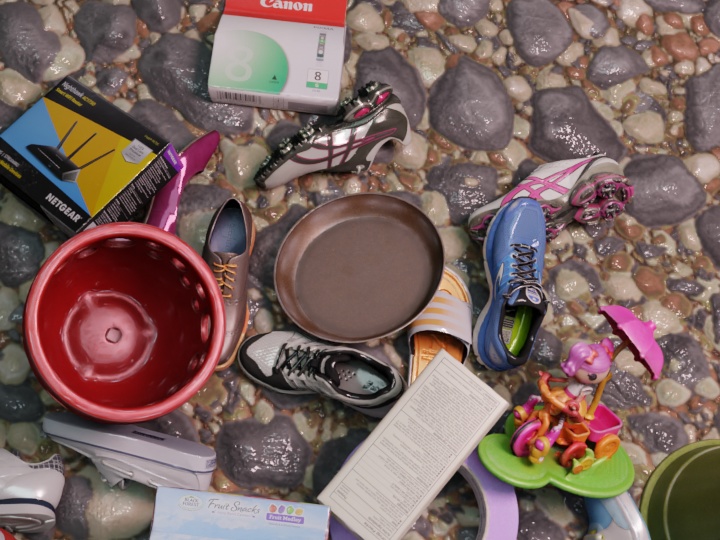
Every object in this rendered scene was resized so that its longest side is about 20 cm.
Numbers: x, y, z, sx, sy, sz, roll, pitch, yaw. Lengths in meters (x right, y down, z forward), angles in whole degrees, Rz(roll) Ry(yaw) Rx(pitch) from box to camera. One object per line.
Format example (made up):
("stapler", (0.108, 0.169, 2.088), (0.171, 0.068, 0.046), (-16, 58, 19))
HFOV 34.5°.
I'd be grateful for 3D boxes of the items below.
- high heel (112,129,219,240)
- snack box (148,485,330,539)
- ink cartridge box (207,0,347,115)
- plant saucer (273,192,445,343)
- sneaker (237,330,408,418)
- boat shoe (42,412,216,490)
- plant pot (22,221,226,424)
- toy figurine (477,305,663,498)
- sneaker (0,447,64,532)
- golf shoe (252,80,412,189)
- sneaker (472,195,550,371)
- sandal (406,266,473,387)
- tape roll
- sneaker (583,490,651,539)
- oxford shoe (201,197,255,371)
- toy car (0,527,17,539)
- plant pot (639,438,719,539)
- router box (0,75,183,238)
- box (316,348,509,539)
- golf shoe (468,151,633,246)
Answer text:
("high heel", (-0.212, -0.073, 1.365), (0.096, 0.067, 0.200), (44, 74, -9))
("snack box", (-0.118, 0.268, 1.168), (0.168, 0.200, 0.068), (7, 70, -2))
("ink cartridge box", (-0.098, -0.298, 1.447), (0.160, 0.050, 0.201), (6, 73, -1))
("plant saucer", (0.000, 0.000, 1.334), (0.199, 0.032, 0.201), (-5, 59, 8))
("sneaker", (-0.043, 0.103, 1.286), (0.199, 0.088, 0.076), (13, 73, 9))
("boat shoe", (-0.256, 0.203, 1.251), (0.199, 0.074, 0.066), (14, 95, 15))
("plant pot", (-0.257, 0.061, 1.220), (0.200, 0.182, 0.201), (3, 82, -20))
("toy figurine", (0.232, 0.122, 1.208), (0.199, 0.185, 0.150), (-2, 33, -36))
("sneaker", (-0.419, 0.229, 1.240), (0.199, 0.076, 0.081), (6, 59, -6))
("golf shoe", (-0.032, -0.142, 1.380), (0.200, 0.077, 0.088), (-32, 107, 3))
("sneaker", (0.183, 0.016, 1.305), (0.078, 0.089, 0.201), (7, 89, -19))
("sandal", (0.092, 0.087, 1.317), (0.079, 0.059, 0.207), (4, 71, -3))
("tape roll", (0.066, 0.263, 1.242), (0.199, 0.066, 0.201), (0, 77, -1))
("sneaker", (0.246, 0.322, 1.235), (0.130, 0.080, 0.201), (-14, 71, -9))
("oxford shoe", (-0.161, 0.013, 1.321), (0.071, 0.073, 0.201), (4, 71, -3))
("toy car", (-0.403, 0.333, 1.125), (0.184, 0.200, 0.177), (15, 76, 1))
("plant pot", (0.415, 0.257, 1.209), (0.199, 0.190, 0.201), (1, 71, -4))
("router box", (-0.324, -0.126, 1.337), (0.200, 0.051, 0.149), (33, 71, 31))
("box", (0.052, 0.188, 1.186), (0.095, 0.078, 0.200), (41, 79, 9))
("golf shoe", (0.219, -0.083, 1.388), (0.199, 0.073, 0.092), (-17, 41, -4))
